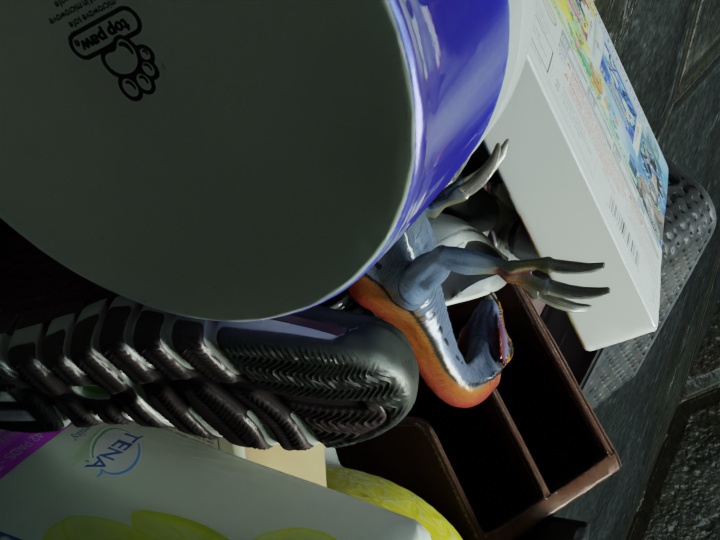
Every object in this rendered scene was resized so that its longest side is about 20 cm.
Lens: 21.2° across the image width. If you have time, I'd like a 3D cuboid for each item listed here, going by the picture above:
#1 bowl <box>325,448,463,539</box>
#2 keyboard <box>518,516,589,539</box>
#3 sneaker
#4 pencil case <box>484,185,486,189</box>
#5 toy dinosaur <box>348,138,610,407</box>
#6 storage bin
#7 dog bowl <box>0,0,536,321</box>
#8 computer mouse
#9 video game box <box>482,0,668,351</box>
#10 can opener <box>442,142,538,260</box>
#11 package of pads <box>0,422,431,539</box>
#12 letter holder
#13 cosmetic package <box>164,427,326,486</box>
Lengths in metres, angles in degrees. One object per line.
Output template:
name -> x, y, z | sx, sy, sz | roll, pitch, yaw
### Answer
bowl -> -0.038, 0.148, 0.982 | 0.200, 0.199, 0.108 | 55, 20, -70
keyboard -> 0.067, 0.189, 1.040 | 0.128, 0.021, 0.200 | -59, -173, -11
sneaker -> -0.062, -0.005, 0.678 | 0.076, 0.199, 0.116 | 56, 44, -48
pencil case -> 0.054, 0.023, 1.228 | 0.083, 0.086, 0.201 | -43, 150, -39
toy dinosaur -> 0.005, -0.021, 0.824 | 0.105, 0.198, 0.183 | -78, 163, -63
storage bin -> 0.130, 0.001, 1.272 | 0.094, 0.135, 0.201 | -33, 156, -35
dog bowl -> -0.053, -0.086, 0.574 | 0.079, 0.199, 0.201 | -50, 154, -43
computer mouse -> 0.000, 0.000, 0.925 | 0.200, 0.109, 0.044 | -18, 106, -53
video game box -> 0.099, -0.090, 0.979 | 0.201, 0.047, 0.182 | 62, 24, -21
can opener -> 0.074, -0.043, 0.992 | 0.200, 0.066, 0.054 | 34, 74, -65
package of pads -> -0.087, 0.116, 0.686 | 0.154, 0.199, 0.069 | -39, 142, -61
letter holder -> 0.029, 0.085, 1.091 | 0.100, 0.143, 0.200 | -28, -179, -29
cosmetic package -> -0.075, 0.052, 0.826 | 0.071, 0.105, 0.201 | -57, 160, -33
